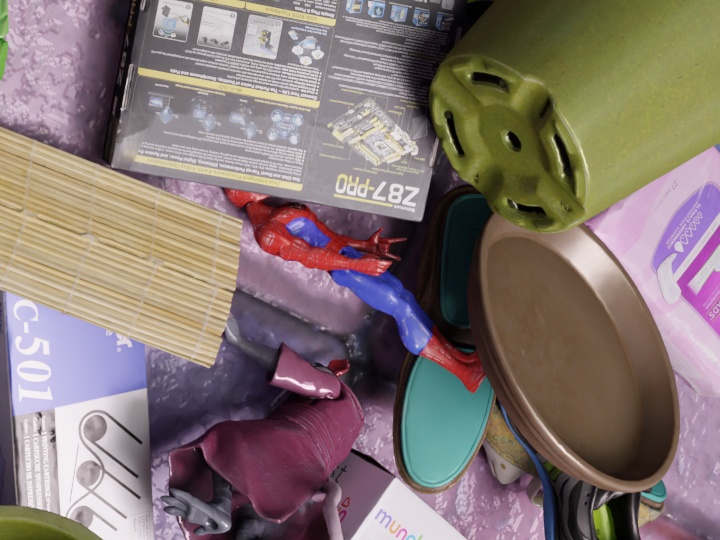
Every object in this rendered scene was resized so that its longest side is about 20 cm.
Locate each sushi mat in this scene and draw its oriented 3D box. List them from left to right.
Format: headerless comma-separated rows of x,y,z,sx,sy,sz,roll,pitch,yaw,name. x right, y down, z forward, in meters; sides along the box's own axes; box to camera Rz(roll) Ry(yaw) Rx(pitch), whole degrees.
-0.164,-0.018,1.524,0.199,0.012,0.096,22,65,-22,sushi mat

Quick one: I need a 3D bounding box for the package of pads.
0.219,-0.017,1.783,0.121,0.076,0.200,-50,123,-9,package of pads

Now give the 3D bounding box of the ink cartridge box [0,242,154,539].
-0.178,0.084,1.567,0.094,0.044,0.202,-11,107,-32,ink cartridge box

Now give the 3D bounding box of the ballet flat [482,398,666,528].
0.127,0.128,1.772,0.200,0.071,0.071,34,83,-32,ballet flat

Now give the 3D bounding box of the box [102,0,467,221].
-0.044,-0.125,1.564,0.199,0.049,0.162,9,96,-14,box

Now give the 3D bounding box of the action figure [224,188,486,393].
0.000,0.000,1.621,0.199,0.065,0.052,32,105,-3,action figure

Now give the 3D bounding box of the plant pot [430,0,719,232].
0.146,-0.123,1.543,0.190,0.199,0.201,-39,120,-31,plant pot

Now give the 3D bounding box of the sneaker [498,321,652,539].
0.149,0.121,1.688,0.071,0.082,0.201,-22,99,-38,sneaker

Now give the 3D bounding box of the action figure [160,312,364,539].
-0.040,0.107,1.602,0.200,0.148,0.135,-51,140,-51,action figure

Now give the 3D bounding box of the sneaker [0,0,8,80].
-0.257,-0.088,1.451,0.083,0.077,0.201,28,69,-7,sneaker

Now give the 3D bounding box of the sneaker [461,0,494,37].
0.036,-0.146,1.634,0.200,0.072,0.083,-49,121,-13,sneaker

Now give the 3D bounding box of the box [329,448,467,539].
0.010,0.242,1.701,0.200,0.097,0.177,44,80,-32,box

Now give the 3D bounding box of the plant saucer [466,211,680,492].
0.131,0.049,1.633,0.200,0.029,0.201,34,42,-36,plant saucer

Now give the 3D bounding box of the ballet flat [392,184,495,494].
0.054,0.045,1.690,0.067,0.072,0.202,7,87,-13,ballet flat

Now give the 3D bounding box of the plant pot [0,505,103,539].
-0.185,0.260,1.510,0.201,0.199,0.190,-54,157,-10,plant pot
